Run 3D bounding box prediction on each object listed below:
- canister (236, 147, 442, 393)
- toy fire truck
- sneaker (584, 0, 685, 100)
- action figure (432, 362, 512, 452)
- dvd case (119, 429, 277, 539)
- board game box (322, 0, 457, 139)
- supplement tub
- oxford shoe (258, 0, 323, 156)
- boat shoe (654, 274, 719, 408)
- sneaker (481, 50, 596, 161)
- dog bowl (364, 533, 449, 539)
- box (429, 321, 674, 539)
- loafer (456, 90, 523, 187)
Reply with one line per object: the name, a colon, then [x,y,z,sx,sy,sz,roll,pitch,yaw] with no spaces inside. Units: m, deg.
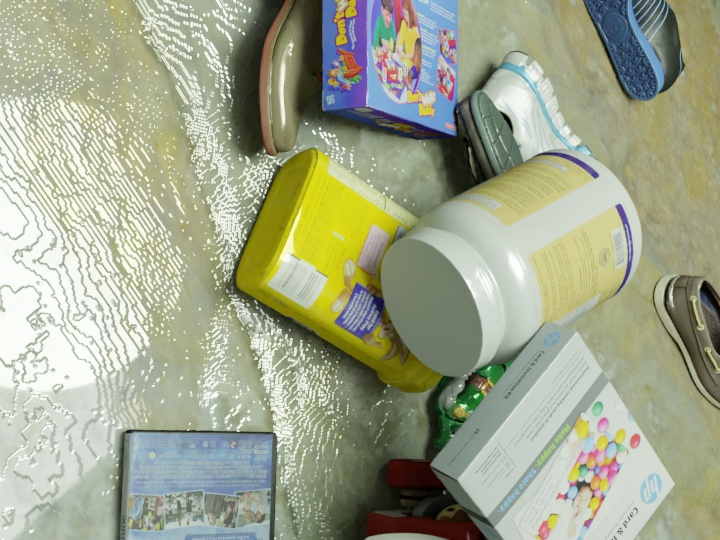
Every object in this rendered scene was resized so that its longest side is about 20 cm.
canister: [0.000,0.000,1.075,0.199,0.086,0.150,32,67,-26]
toy fire truck: [0.115,0.233,1.083,0.198,0.167,0.114,7,81,-34]
sneaker: [0.306,-0.295,1.329,0.078,0.070,0.202,-35,111,-36]
action figure: [0.129,0.098,1.178,0.118,0.054,0.201,45,67,-26]
dvd case: [-0.136,0.237,1.000,0.141,0.017,0.203,6,81,-35]
board game box: [0.032,-0.200,1.082,0.199,0.044,0.137,4,85,-63]
supplement tub: [0.130,-0.007,1.024,0.199,0.145,0.147,-27,101,-33]
oxford shoe: [-0.044,-0.196,1.056,0.074,0.071,0.203,9,78,7]
boat shoe: [0.412,0.087,1.367,0.072,0.059,0.201,-45,110,-29]
sneaker: [0.181,-0.120,1.231,0.087,0.075,0.201,-42,106,-16]
dog bowl: [0.023,0.309,1.001,0.199,0.200,0.059,31,27,-28]
box: [0.162,0.168,0.975,0.156,0.041,0.201,-47,123,-17]
loafer: [0.136,-0.079,1.180,0.201,0.062,0.072,60,31,-20]
